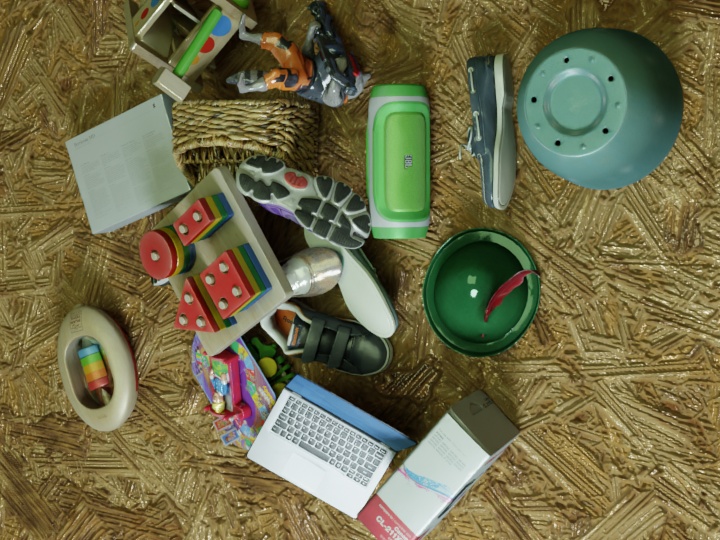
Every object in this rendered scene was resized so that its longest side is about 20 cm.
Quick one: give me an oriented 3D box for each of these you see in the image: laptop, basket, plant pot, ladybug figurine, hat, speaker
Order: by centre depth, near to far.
[{"bbox_3d":[0.279,-0.201,1.393,0.197,0.160,0.205,2,94,25],"label":"plant pot"},{"bbox_3d":[0.134,0.026,1.468,0.165,0.175,0.201,40,109,17],"label":"hat"},{"bbox_3d":[0.052,-0.146,1.546,0.087,0.088,0.204,1,95,25],"label":"speaker"},{"bbox_3d":[-0.044,0.245,1.573,0.185,0.116,0.202,30,107,-3],"label":"laptop"},{"bbox_3d":[-0.167,-0.164,1.617,0.197,0.142,0.152,4,95,25],"label":"basket"},{"bbox_3d":[-0.404,0.148,1.792,0.134,0.072,0.204,-16,88,26],"label":"ladybug figurine"}]

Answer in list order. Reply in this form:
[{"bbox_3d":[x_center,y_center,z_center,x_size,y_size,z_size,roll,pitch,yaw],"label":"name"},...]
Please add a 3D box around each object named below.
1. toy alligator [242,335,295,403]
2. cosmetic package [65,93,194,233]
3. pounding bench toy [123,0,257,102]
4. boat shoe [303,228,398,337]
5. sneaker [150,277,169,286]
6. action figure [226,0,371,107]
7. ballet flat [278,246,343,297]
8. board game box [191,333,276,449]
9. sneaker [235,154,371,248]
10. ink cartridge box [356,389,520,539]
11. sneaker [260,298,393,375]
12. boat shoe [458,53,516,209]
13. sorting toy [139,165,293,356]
[{"bbox_3d":[-0.132,0.136,1.676,0.054,0.059,0.202,-25,79,-18],"label":"toy alligator"},{"bbox_3d":[-0.345,-0.161,1.752,0.197,0.052,0.153,-20,88,25],"label":"cosmetic package"},{"bbox_3d":[-0.227,-0.343,1.591,0.156,0.123,0.202,-43,39,22],"label":"pounding bench toy"},{"bbox_3d":[0.000,0.000,1.592,0.201,0.061,0.073,54,137,15],"label":"boat shoe"},{"bbox_3d":[-0.246,-0.029,1.705,0.199,0.079,0.075,-36,51,41],"label":"sneaker"},{"bbox_3d":[-0.080,-0.285,1.566,0.202,0.190,0.105,-100,30,-45],"label":"action figure"},{"bbox_3d":[-0.105,0.015,1.609,0.198,0.067,0.069,-17,95,47],"label":"ballet flat"},{"bbox_3d":[-0.200,0.173,1.678,0.202,0.039,0.158,57,138,13],"label":"board game box"},{"bbox_3d":[-0.074,-0.095,1.556,0.198,0.083,0.081,29,82,6],"label":"sneaker"},{"bbox_3d":[0.105,0.268,1.519,0.083,0.145,0.201,44,110,14],"label":"ink cartridge box"},{"bbox_3d":[-0.054,0.098,1.620,0.197,0.079,0.080,19,101,21],"label":"sneaker"},{"bbox_3d":[0.165,-0.180,1.496,0.061,0.075,0.204,-1,92,23],"label":"boat shoe"},{"bbox_3d":[-0.214,-0.003,1.577,0.198,0.069,0.202,-36,80,41],"label":"sorting toy"}]
